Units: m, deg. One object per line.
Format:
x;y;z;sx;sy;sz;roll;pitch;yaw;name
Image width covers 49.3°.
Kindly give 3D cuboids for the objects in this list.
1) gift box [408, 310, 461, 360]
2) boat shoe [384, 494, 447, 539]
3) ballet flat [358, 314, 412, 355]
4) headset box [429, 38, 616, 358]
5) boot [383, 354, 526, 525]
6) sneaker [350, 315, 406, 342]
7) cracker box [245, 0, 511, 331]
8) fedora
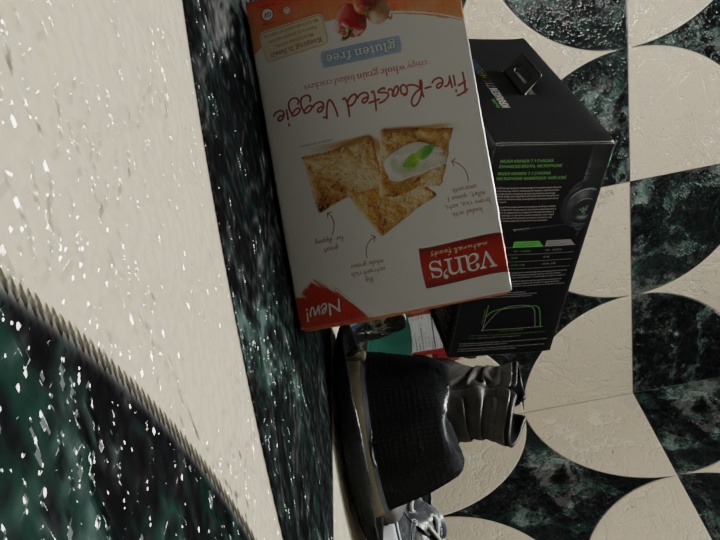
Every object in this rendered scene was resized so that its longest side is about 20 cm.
0.103;0.062;1.235;0.187;0.195;0.190;-38;123;-88;gift box
0.055;0.268;0.799;0.200;0.066;0.074;-63;142;-85;boat shoe
0.026;0.130;0.880;0.064;0.074;0.206;-3;-86;62;ballet flat
0.102;-0.067;0.621;0.176;0.090;0.204;-109;-160;-51;headset box
0.089;0.160;0.772;0.071;0.129;0.202;68;34;-41;boot
0.000;0.000;0.756;0.201;0.075;0.087;90;-19;-66;sneaker
0.011;-0.074;0.493;0.058;0.130;0.205;8;71;-87;cracker box
0.035;0.128;0.645;0.201;0.089;0.206;-10;90;-87;fedora
